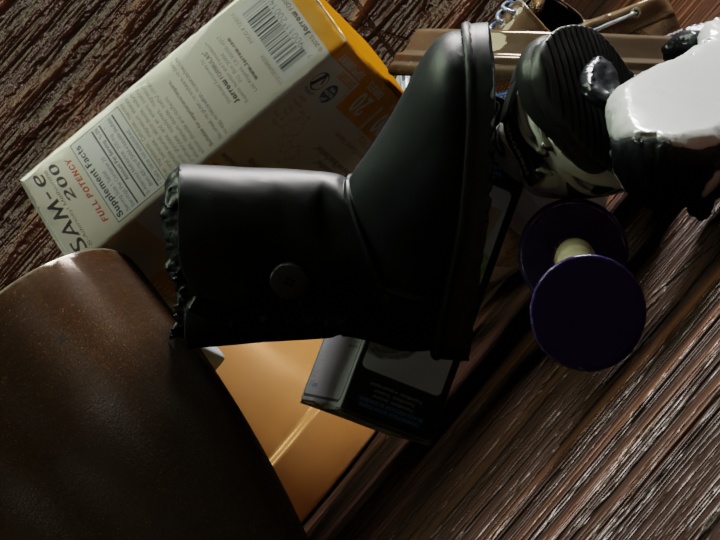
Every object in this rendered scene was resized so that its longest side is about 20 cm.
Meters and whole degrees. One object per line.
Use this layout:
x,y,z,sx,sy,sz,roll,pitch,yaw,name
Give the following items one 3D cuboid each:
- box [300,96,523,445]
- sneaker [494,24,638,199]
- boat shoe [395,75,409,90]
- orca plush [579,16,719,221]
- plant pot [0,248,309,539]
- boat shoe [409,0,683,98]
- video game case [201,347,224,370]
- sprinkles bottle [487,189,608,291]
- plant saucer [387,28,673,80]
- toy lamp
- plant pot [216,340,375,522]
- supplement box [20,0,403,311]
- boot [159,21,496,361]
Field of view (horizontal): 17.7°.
0.035,-0.003,1.353,0.117,0.060,0.201,172,119,-77,box
0.100,-0.067,1.144,0.088,0.075,0.200,-13,-13,21,sneaker
0.019,-0.044,1.624,0.071,0.069,0.202,7,-96,-82,boat shoe
0.149,-0.061,1.075,0.200,0.104,0.072,-82,-2,-66,orca plush
-0.122,0.123,1.244,0.187,0.200,0.187,-40,-23,-21,plant pot
0.119,-0.144,1.511,0.198,0.073,0.072,-5,12,25,boat shoe
-0.180,0.109,1.416,0.200,0.023,0.182,-49,-19,2,video game case
0.095,-0.034,1.474,0.068,0.068,0.200,-50,3,-18,sprinkles bottle
0.114,-0.120,1.305,0.200,0.198,0.030,-84,-4,-84,plant saucer
0.103,0.000,1.096,0.058,0.058,0.200,-48,4,7,toy lamp
-0.085,0.107,1.617,0.200,0.140,0.200,-48,4,5,plant pot
-0.078,-0.069,1.328,0.200,0.074,0.126,-39,-26,7,supplement box
-0.018,-0.038,1.180,0.077,0.167,0.201,-89,3,-53,boot
